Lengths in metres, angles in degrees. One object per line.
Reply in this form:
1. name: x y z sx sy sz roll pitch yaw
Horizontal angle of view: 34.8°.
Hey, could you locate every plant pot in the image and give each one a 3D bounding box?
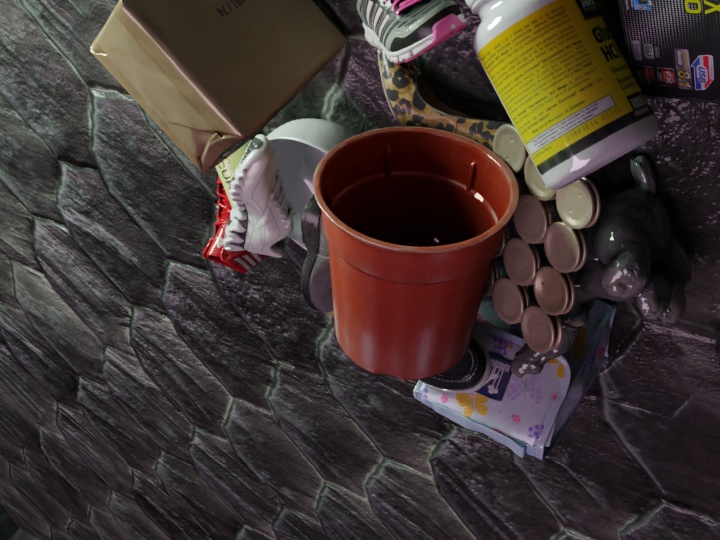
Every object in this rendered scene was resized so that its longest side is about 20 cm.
1. plant pot: 0.050 -0.009 1.168 0.199 0.201 0.197 24 135 23

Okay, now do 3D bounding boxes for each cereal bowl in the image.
1. cereal bowl: -0.030 -0.104 1.380 0.199 0.083 0.201 26 146 19

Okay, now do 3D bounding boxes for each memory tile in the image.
1. memory tile: 0.168 -0.031 1.148 0.153 0.017 0.201 46 137 41

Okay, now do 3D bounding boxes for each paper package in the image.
1. paper package: -0.147 -0.241 1.209 0.191 0.200 0.103 47 144 -8

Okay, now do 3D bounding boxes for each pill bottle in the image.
1. pill bottle: 0.170 -0.183 1.015 0.112 0.112 0.201 -31 86 57

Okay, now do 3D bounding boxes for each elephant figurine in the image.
1. elephant figurine: 0.224 0.003 1.182 0.199 0.156 0.142 -13 130 43

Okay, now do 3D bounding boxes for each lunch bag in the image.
1. lunch bag: 0.178 0.103 1.313 0.169 0.200 0.128 24 146 23

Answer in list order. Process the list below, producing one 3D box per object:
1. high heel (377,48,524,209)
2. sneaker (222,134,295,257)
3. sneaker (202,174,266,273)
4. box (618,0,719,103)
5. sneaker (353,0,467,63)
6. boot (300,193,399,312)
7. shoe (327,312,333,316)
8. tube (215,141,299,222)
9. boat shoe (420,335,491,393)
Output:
1. high heel: 0.109 -0.178 1.195 0.142 0.071 0.201 -26 96 28
2. sneaker: -0.112 -0.084 1.358 0.080 0.076 0.201 22 148 4
3. sneaker: -0.165 -0.077 1.519 0.078 0.116 0.201 13 140 35
4. box: 0.290 -0.229 0.934 0.159 0.044 0.201 15 140 35
5. sneaker: 0.036 -0.255 1.089 0.088 0.073 0.200 63 174 -23
6. boot: 0.000 0.000 1.343 0.131 0.070 0.201 21 148 17
7. shoe: 0.003 0.044 1.473 0.069 0.054 0.200 10 -171 -18
8. tube: -0.153 -0.135 1.448 0.058 0.052 0.201 -16 103 46
9. boat shoe: 0.055 0.079 1.270 0.199 0.076 0.060 18 174 43
